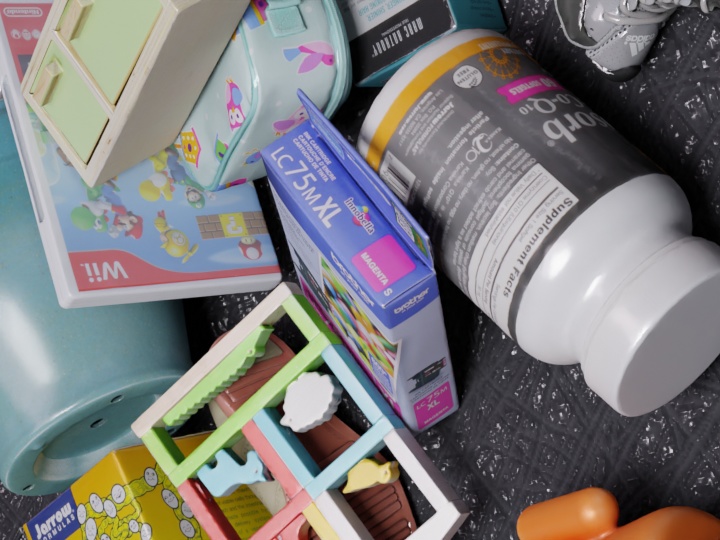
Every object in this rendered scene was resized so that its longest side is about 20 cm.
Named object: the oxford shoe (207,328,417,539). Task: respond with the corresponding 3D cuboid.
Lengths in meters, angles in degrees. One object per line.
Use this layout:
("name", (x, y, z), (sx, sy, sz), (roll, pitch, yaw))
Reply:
("oxford shoe", (-0.027, 0.128, 1.229), (0.201, 0.070, 0.074), (59, 157, 16))

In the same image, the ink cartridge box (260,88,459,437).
("ink cartridge box", (0.000, 0.000, 1.114), (0.120, 0.042, 0.200), (51, 166, 26))

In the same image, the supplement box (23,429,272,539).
("supplement box", (-0.104, 0.214, 1.263), (0.109, 0.109, 0.201), (-39, 68, 37))

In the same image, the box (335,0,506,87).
("box", (0.011, -0.211, 1.159), (0.082, 0.049, 0.202), (-25, 77, 40))

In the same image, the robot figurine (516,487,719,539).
("robot figurine", (0.135, 0.191, 1.045), (0.144, 0.117, 0.200), (43, 130, -17))

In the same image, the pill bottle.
("pill bottle", (0.097, -0.025, 1.057), (0.200, 0.116, 0.117), (44, 121, 29))

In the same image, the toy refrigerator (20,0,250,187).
("toy refrigerator", (-0.124, -0.129, 1.119), (0.076, 0.070, 0.200), (53, 150, 8))

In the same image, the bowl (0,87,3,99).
("bowl", (-0.269, -0.113, 1.382), (0.200, 0.074, 0.201), (-54, 44, 30))

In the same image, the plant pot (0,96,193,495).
("plant pot", (-0.195, 0.025, 1.261), (0.200, 0.199, 0.189), (-45, 64, 35))

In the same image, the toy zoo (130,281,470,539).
("toy zoo", (-0.028, 0.124, 1.167), (0.131, 0.020, 0.200), (-42, 73, 15))

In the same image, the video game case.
("video game case", (-0.136, -0.076, 1.228), (0.017, 0.142, 0.201), (-43, 59, 50))

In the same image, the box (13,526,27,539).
("box", (-0.200, 0.307, 1.400), (0.200, 0.047, 0.194), (48, 125, 27))

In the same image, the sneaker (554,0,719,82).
("sneaker", (0.164, -0.136, 1.024), (0.200, 0.075, 0.116), (43, 126, 42))

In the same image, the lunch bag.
("lunch bag", (-0.072, -0.155, 1.190), (0.160, 0.077, 0.201), (-48, 59, 59))
